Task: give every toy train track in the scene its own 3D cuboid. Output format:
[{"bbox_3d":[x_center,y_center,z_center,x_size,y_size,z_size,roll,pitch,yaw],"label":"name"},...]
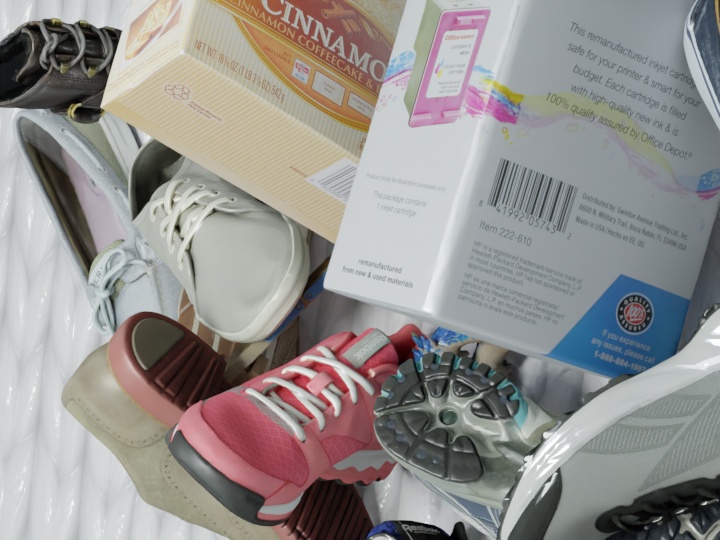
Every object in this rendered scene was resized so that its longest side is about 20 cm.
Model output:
[{"bbox_3d":[0.000,0.000,1.232,0.200,0.033,0.115,-44,11,23],"label":"toy train track"}]

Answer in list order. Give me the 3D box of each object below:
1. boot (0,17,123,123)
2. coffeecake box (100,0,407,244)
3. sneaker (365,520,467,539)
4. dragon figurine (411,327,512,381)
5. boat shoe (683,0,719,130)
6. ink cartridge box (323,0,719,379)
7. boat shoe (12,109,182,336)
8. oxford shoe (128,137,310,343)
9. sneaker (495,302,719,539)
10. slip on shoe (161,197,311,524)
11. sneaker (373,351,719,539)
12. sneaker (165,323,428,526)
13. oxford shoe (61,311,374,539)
[{"bbox_3d":[-0.103,-0.112,1.295,0.200,0.174,0.069,-22,70,49],"label":"boot"},{"bbox_3d":[-0.025,-0.136,1.165,0.073,0.153,0.200,-26,43,47],"label":"coffeecake box"},{"bbox_3d":[0.043,0.178,1.161,0.199,0.081,0.115,-10,85,52],"label":"sneaker"},{"bbox_3d":[0.072,-0.020,1.163,0.099,0.059,0.200,5,92,51],"label":"dragon figurine"},{"bbox_3d":[0.193,-0.048,0.961,0.200,0.071,0.091,63,167,19],"label":"boat shoe"},{"bbox_3d":[0.087,-0.064,1.050,0.085,0.144,0.200,15,87,54],"label":"ink cartridge box"},{"bbox_3d":[-0.154,-0.019,1.438,0.074,0.065,0.202,-49,52,37],"label":"boat shoe"},{"bbox_3d":[-0.082,-0.020,1.282,0.075,0.058,0.200,-50,31,7],"label":"oxford shoe"},{"bbox_3d":[0.142,0.076,1.015,0.200,0.074,0.079,-38,66,12],"label":"sneaker"},{"bbox_3d":[-0.061,0.046,1.325,0.076,0.061,0.200,-5,65,44],"label":"slip on shoe"},{"bbox_3d":[0.101,0.108,1.116,0.200,0.086,0.078,34,78,28],"label":"sneaker"},{"bbox_3d":[-0.024,0.063,1.176,0.074,0.200,0.087,41,112,17],"label":"sneaker"},{"bbox_3d":[-0.070,0.107,1.248,0.075,0.070,0.200,-35,105,33],"label":"oxford shoe"}]
